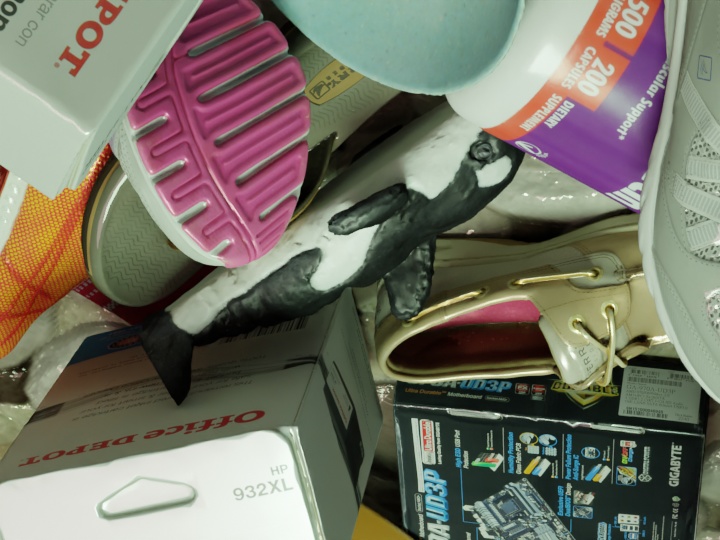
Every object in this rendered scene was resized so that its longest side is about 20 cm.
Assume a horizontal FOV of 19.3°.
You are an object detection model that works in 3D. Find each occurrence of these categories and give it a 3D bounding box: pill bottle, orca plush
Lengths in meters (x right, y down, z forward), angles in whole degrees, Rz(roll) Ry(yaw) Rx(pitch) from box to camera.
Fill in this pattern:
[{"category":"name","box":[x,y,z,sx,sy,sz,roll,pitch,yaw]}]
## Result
[{"category":"pill bottle","box":[0.139,-0.071,0.841,0.199,0.113,0.112,27,139,-16]},{"category":"orca plush","box":[0.000,0.000,0.935,0.200,0.105,0.071,-38,102,-5]}]

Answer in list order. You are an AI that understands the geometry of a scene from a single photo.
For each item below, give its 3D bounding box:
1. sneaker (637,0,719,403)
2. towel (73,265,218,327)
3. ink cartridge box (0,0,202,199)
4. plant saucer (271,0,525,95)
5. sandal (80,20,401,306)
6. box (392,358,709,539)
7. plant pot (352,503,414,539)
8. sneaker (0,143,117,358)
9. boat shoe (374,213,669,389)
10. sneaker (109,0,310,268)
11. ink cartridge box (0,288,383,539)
[{"category":"sneaker","box":[0.142,-0.040,0.746,0.074,0.082,0.202,-9,101,-12]},{"category":"towel","box":[-0.143,-0.052,1.013,0.199,0.023,0.144,34,136,-22]},{"category":"ink cartridge box","box":[-0.146,-0.145,0.766,0.199,0.145,0.084,34,159,-7]},{"category":"plant saucer","box":[0.000,-0.162,0.783,0.201,0.039,0.202,38,149,28]},{"category":"sandal","box":[-0.041,-0.047,0.915,0.199,0.055,0.082,-35,140,14]},{"category":"box","box":[0.102,0.122,1.130,0.158,0.046,0.201,5,140,10]},{"category":"plant pot","box":[-0.058,0.241,1.168,0.199,0.184,0.201,22,146,16]},{"category":"sneaker","box":[-0.144,-0.011,0.991,0.077,0.073,0.200,14,145,-16]},{"category":"boat shoe","box":[0.100,0.023,0.996,0.199,0.069,0.074,-6,137,22]},{"category":"sneaker","box":[-0.088,-0.092,0.868,0.081,0.201,0.088,-20,173,-28]},{"category":"ink cartridge box","box":[-0.075,0.085,0.988,0.144,0.200,0.084,-12,106,10]}]
